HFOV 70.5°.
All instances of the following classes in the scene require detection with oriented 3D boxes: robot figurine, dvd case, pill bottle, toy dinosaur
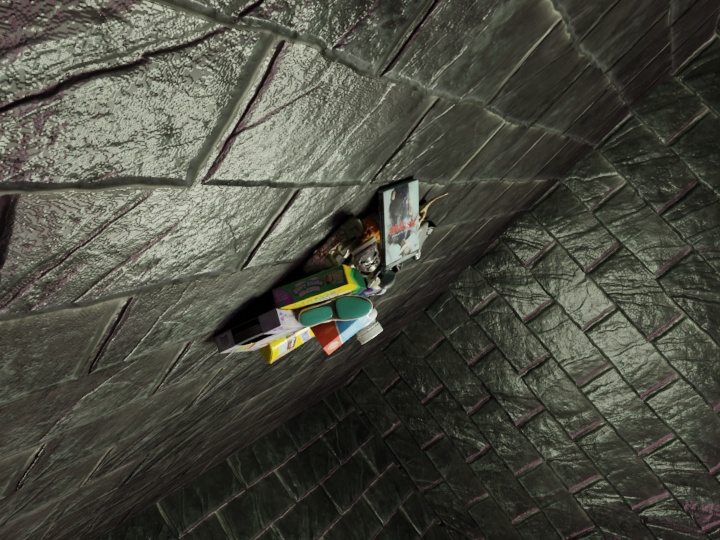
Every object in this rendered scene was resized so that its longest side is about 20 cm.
[{"bbox_3d":[0.067,-0.127,1.346,0.199,0.058,0.145,-30,165,-34],"label":"robot figurine"},{"bbox_3d":[0.100,-0.119,1.293,0.145,0.022,0.202,-25,122,-43],"label":"dvd case"},{"bbox_3d":[-0.019,0.119,1.554,0.110,0.201,0.111,-34,176,-3],"label":"pill bottle"},{"bbox_3d":[0.178,-0.175,1.527,0.101,0.058,0.200,-49,179,-29],"label":"toy dinosaur"}]

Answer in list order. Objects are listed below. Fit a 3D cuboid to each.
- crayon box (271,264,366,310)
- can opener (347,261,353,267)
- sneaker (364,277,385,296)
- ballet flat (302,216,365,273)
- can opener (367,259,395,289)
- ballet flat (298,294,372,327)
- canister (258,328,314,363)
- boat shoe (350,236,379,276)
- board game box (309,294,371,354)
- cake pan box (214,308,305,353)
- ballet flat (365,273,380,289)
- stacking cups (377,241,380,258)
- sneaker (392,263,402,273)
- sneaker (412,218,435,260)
[{"bbox_3d":[-0.102,0.049,1.321,0.198,0.059,0.172,-20,171,13],"label":"crayon box"},{"bbox_3d":[0.000,0.000,1.563,0.052,0.067,0.200,-39,171,5],"label":"can opener"},{"bbox_3d":[-0.010,0.054,1.650,0.199,0.075,0.087,-21,154,37],"label":"sneaker"},{"bbox_3d":[-0.064,-0.047,1.249,0.200,0.064,0.075,-45,159,22],"label":"ballet flat"},{"bbox_3d":[0.073,0.003,1.356,0.054,0.067,0.200,-57,173,28],"label":"can opener"},{"bbox_3d":[-0.068,0.102,1.348,0.197,0.070,0.070,-12,162,-6],"label":"ballet flat"},{"bbox_3d":[-0.209,0.186,1.546,0.199,0.087,0.149,-30,163,-28],"label":"canister"},{"bbox_3d":[0.017,-0.029,1.254,0.071,0.065,0.200,-31,173,-12],"label":"boat shoe"},{"bbox_3d":[-0.081,0.114,1.425,0.153,0.200,0.040,-39,138,-4],"label":"board game box"},{"bbox_3d":[-0.252,0.157,1.321,0.183,0.053,0.200,-26,167,9],"label":"cake pan box"},{"bbox_3d":[0.057,-0.026,1.486,0.070,0.069,0.201,-47,-162,30],"label":"ballet flat"},{"bbox_3d":[0.085,-0.084,1.477,0.061,0.061,0.200,-49,170,34],"label":"stacking cups"},{"bbox_3d":[0.106,-0.034,1.662,0.199,0.091,0.076,-22,157,-52],"label":"sneaker"},{"bbox_3d":[0.208,-0.111,1.723,0.115,0.075,0.200,-40,165,-8],"label":"sneaker"}]
